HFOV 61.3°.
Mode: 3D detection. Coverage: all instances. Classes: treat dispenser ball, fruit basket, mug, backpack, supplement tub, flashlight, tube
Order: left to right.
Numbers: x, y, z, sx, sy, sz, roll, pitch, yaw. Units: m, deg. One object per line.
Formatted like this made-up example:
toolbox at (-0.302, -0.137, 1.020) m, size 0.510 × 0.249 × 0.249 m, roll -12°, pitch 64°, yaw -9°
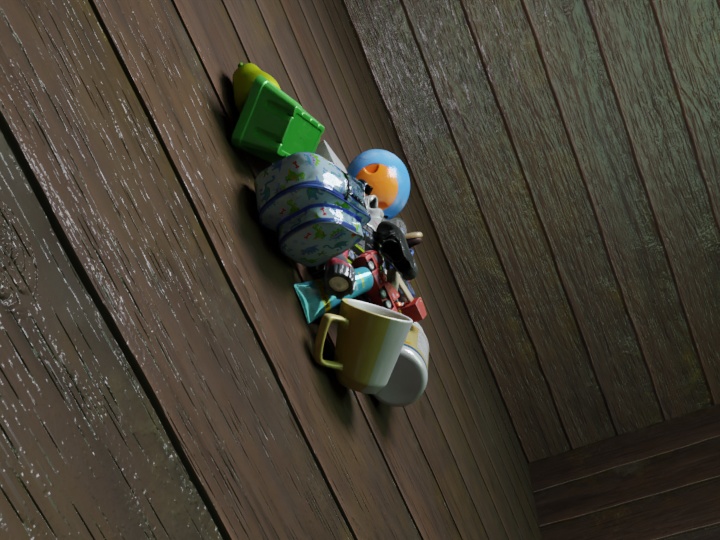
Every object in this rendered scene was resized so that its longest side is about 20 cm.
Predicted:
fruit basket at (-0.188, -0.303, 1.186) m, size 0.211 × 0.159 × 0.216 m, roll 26°, pitch 6°, yaw -3°
backpack at (-0.091, -0.111, 1.122) m, size 0.198 × 0.180 × 0.151 m, roll 30°, pitch 42°, yaw -48°
tube at (-0.052, 0.041, 1.222) m, size 0.197 × 0.050 × 0.079 m, roll -21°, pitch 84°, yaw -48°
flashlight at (-0.033, -0.034, 1.224) m, size 0.068 × 0.067 × 0.203 m, roll 47°, pitch 31°, yaw -27°
mug at (-0.004, 0.146, 1.183) m, size 0.149 × 0.181 × 0.158 m, roll -140°, pitch -114°, yaw -81°
treat dispenser ball at (0.046, -0.244, 1.755) m, size 0.203 × 0.196 × 0.203 m, roll 59°, pitch 18°, yaw -31°
supplement tub at (0.089, 0.204, 1.415) m, size 0.148 × 0.141 × 0.201 m, roll 64°, pitch 15°, yaw -14°

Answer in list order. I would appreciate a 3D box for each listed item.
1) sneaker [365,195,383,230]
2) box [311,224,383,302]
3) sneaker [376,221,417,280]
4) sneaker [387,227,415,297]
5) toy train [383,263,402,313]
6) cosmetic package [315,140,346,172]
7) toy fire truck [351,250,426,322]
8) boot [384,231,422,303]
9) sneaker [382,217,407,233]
sneaker at (0.001, -0.159, 1.580) m, size 0.200 × 0.100 × 0.078 m, roll 43°, pitch 0°, yaw 45°
box at (-0.021, -0.033, 1.363) m, size 0.199 × 0.047 × 0.198 m, roll 36°, pitch 49°, yaw -40°
sneaker at (0.075, -0.052, 1.351) m, size 0.104 × 0.059 × 0.203 m, roll 43°, pitch 17°, yaw -56°
sneaker at (0.105, -0.019, 1.548) m, size 0.076 × 0.076 × 0.205 m, roll -105°, pitch 174°, yaw -68°
toy train at (0.056, 0.040, 1.514) m, size 0.200 × 0.054 × 0.154 m, roll -99°, pitch 166°, yaw -78°
cosmetic package at (-0.067, -0.217, 1.469) m, size 0.102 × 0.073 × 0.202 m, roll 47°, pitch 15°, yaw -41°
toy fire truck at (0.066, 0.041, 1.362) m, size 0.140 × 0.048 × 0.205 m, roll -34°, pitch 101°, yaw -53°
boot at (0.100, -0.001, 1.628) m, size 0.072 × 0.196 × 0.171 m, roll -19°, pitch 89°, yaw -63°
sneaker at (0.034, -0.104, 1.703) m, size 0.197 × 0.119 × 0.086 m, roll 2°, pitch 66°, yaw -54°
